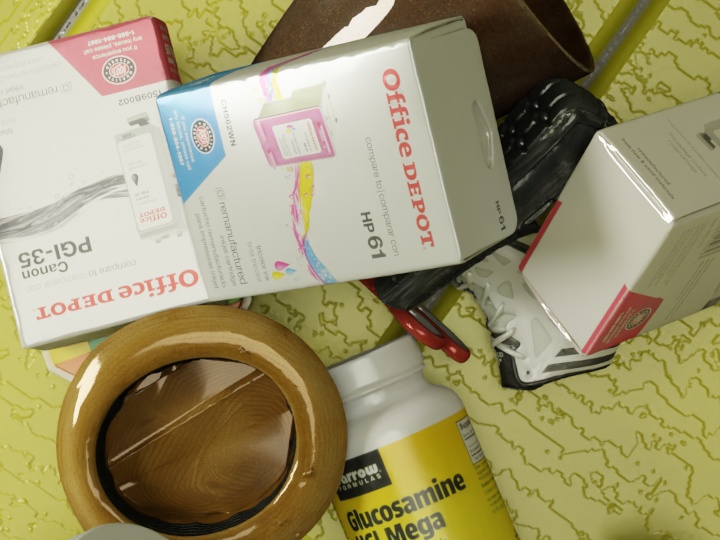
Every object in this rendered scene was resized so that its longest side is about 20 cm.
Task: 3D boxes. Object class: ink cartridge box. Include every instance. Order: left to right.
[{"bbox_3d":[-0.180,-0.057,1.321,0.146,0.083,0.200,-14,89,-1],"label":"ink cartridge box"},{"bbox_3d":[-0.015,-0.069,1.237,0.200,0.085,0.145,-9,100,31],"label":"ink cartridge box"},{"bbox_3d":[0.224,-0.041,1.277,0.200,0.147,0.083,-19,61,-33],"label":"ink cartridge box"}]

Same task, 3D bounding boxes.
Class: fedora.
[{"bbox_3d":[-0.106,0.113,1.316,0.200,0.082,0.201,0,97,4],"label":"fedora"}]

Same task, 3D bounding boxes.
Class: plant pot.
[{"bbox_3d":[0.026,-0.158,1.325,0.200,0.187,0.187,-34,89,17],"label":"plant pot"}]

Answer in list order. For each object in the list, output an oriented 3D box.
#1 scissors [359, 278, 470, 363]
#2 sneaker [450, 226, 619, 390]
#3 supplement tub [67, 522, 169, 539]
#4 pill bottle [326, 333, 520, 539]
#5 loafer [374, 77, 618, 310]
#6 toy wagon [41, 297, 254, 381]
[{"bbox_3d":[0.000,0.000,1.387,0.200,0.073,0.014,41,101,24],"label":"scissors"},{"bbox_3d":[0.095,0.021,1.361,0.200,0.076,0.115,17,88,-2],"label":"sneaker"},{"bbox_3d":[-0.200,0.261,1.282,0.200,0.132,0.132,-34,89,41],"label":"supplement tub"},{"bbox_3d":[0.036,0.151,1.342,0.112,0.112,0.200,-23,89,0],"label":"pill bottle"},{"bbox_3d":[0.091,-0.041,1.289,0.070,0.068,0.201,33,112,-33],"label":"loafer"},{"bbox_3d":[-0.139,0.007,1.381,0.200,0.040,0.155,-19,90,0],"label":"toy wagon"}]
